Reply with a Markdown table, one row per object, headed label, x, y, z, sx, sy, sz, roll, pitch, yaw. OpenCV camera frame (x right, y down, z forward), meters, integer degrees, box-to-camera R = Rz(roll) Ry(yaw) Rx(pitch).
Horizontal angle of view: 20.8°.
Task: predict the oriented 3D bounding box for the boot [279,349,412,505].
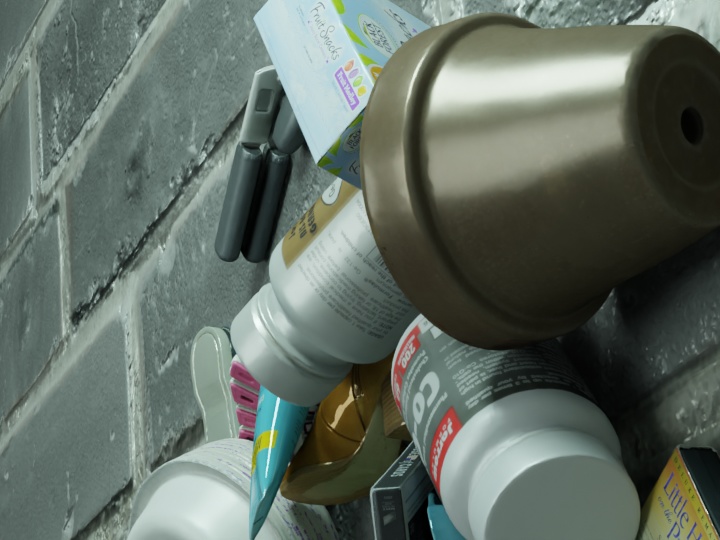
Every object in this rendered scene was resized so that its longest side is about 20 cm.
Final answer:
| label | x | y | z | sx | sy | sz | roll | pitch | yaw |
| --- | --- | --- | --- | --- | --- | --- | --- | --- | --- |
| boot | 0.001 | 0.087 | 1.512 | 0.201 | 0.070 | 0.145 | -40 | 44 | 46 |

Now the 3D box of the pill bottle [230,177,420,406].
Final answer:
| label | x | y | z | sx | sy | sz | roll | pitch | yaw |
| --- | --- | --- | --- | --- | --- | --- | --- | --- | --- |
| pill bottle | 0.000 | 0.000 | 1.396 | 0.200 | 0.114 | 0.115 | -47 | 40 | 25 |

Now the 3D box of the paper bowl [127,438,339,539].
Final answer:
| label | x | y | z | sx | sy | sz | roll | pitch | yaw |
| --- | --- | --- | --- | --- | --- | --- | --- | --- | --- |
| paper bowl | -0.115 | 0.247 | 1.604 | 0.200 | 0.104 | 0.202 | 15 | 113 | 37 |

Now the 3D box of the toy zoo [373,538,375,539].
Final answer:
| label | x | y | z | sx | sy | sz | roll | pitch | yaw |
| --- | --- | --- | --- | --- | --- | --- | --- | --- | --- |
| toy zoo | -0.026 | 0.255 | 1.426 | 0.020 | 0.200 | 0.131 | 46 | 147 | 1 |

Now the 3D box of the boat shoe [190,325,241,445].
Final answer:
| label | x | y | z | sx | sy | sz | roll | pitch | yaw |
| --- | --- | --- | --- | --- | --- | --- | --- | --- | --- |
| boat shoe | -0.107 | 0.148 | 1.750 | 0.075 | 0.061 | 0.202 | -34 | 61 | 47 |

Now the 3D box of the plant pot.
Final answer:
| label | x | y | z | sx | sy | sz | roll | pitch | yaw |
| --- | --- | --- | --- | --- | --- | --- | --- | --- | --- |
| plant pot | 0.126 | -0.063 | 1.131 | 0.174 | 0.199 | 0.202 | -12 | 74 | 47 |

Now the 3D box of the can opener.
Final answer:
| label | x | y | z | sx | sy | sz | roll | pitch | yaw |
| --- | --- | --- | --- | --- | --- | --- | --- | --- | --- |
| can opener | -0.088 | -0.092 | 1.761 | 0.067 | 0.052 | 0.201 | -119 | 40 | -50 |

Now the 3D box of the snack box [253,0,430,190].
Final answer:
| label | x | y | z | sx | sy | sz | roll | pitch | yaw |
| --- | --- | --- | --- | --- | --- | --- | --- | --- | --- |
| snack box | 0.040 | -0.099 | 1.279 | 0.068 | 0.199 | 0.169 | -48 | 39 | 22 |

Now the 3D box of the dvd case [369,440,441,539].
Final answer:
| label | x | y | z | sx | sy | sz | roll | pitch | yaw |
| --- | --- | --- | --- | --- | --- | --- | --- | --- | --- |
| dvd case | 0.042 | 0.223 | 1.297 | 0.150 | 0.025 | 0.202 | -34 | -62 | -75 |

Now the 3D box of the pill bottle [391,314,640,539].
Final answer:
| label | x | y | z | sx | sy | sz | roll | pitch | yaw |
| --- | --- | --- | --- | --- | --- | --- | --- | --- | --- |
| pill bottle | 0.093 | 0.104 | 1.206 | 0.200 | 0.113 | 0.115 | -116 | 37 | -62 |

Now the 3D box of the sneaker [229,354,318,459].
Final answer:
| label | x | y | z | sx | sy | sz | roll | pitch | yaw |
| --- | --- | --- | --- | --- | --- | --- | --- | --- | --- |
| sneaker | -0.062 | 0.120 | 1.647 | 0.088 | 0.073 | 0.201 | -52 | -30 | -43 |

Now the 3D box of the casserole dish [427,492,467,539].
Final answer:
| label | x | y | z | sx | sy | sz | roll | pitch | yaw |
| --- | --- | --- | --- | --- | --- | --- | --- | --- | --- |
| casserole dish | 0.087 | 0.233 | 1.248 | 0.121 | 0.039 | 0.201 | 60 | -167 | -71 |

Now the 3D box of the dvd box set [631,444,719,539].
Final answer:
| label | x | y | z | sx | sy | sz | roll | pitch | yaw |
| --- | --- | --- | --- | --- | --- | --- | --- | --- | --- |
| dvd box set | 0.178 | 0.221 | 1.121 | 0.147 | 0.029 | 0.201 | -111 | 33 | -46 |

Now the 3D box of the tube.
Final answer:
| label | x | y | z | sx | sy | sz | roll | pitch | yaw |
| --- | --- | --- | --- | --- | --- | --- | --- | --- | --- |
| tube | -0.059 | 0.108 | 1.502 | 0.078 | 0.050 | 0.201 | 97 | -176 | -55 |
